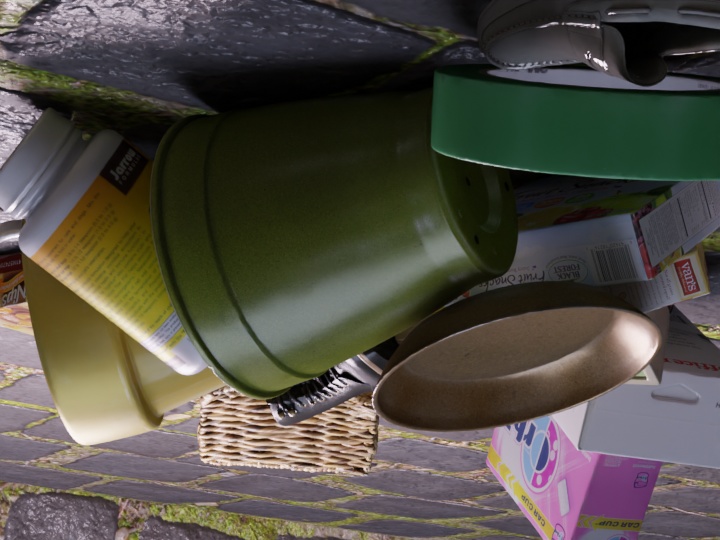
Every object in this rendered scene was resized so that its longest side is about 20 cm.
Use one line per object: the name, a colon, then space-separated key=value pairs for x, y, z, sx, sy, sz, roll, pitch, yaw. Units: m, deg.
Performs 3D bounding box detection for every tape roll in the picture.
tape roll: x=0.140 y=-0.088 z=1.105 sx=0.199 sy=0.049 sz=0.200 roll=2 pitch=-170 yaw=0

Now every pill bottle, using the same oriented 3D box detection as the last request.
pill bottle: x=-0.167 y=-0.024 z=1.362 sx=0.200 sy=0.110 sz=0.109 roll=39 pitch=156 yaw=-11

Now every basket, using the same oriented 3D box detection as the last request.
basket: x=-0.075 y=0.119 z=2.077 sx=0.198 sy=0.150 sz=0.143 roll=4 pitch=132 yaw=1

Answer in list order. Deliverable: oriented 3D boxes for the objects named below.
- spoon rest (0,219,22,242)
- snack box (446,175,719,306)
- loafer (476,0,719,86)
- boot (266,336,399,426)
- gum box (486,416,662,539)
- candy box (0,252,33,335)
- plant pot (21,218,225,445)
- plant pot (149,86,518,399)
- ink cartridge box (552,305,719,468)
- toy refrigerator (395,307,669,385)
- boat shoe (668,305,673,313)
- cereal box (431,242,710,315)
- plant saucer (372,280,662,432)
spoon rest: x=-0.241 y=-0.006 z=1.646 sx=0.198 sy=0.061 sz=0.099 roll=6 pitch=-160 yaw=-16
snack box: x=0.147 y=-0.029 z=1.341 sx=0.199 sy=0.053 sz=0.142 roll=-8 pitch=-166 yaw=40
loafer: x=0.143 y=-0.134 z=1.037 sx=0.070 sy=0.070 sz=0.199 roll=17 pitch=160 yaw=-41
boot: x=-0.027 y=0.087 z=1.545 sx=0.138 sy=0.078 sz=0.200 roll=-26 pitch=166 yaw=7
gum box: x=0.183 y=0.163 z=1.691 sx=0.066 sy=0.114 sz=0.200 roll=7 pitch=-159 yaw=-22
candy box: x=-0.267 y=0.034 z=1.822 sx=0.115 sy=0.056 sz=0.199 roll=-8 pitch=161 yaw=40
plant pot: x=-0.151 y=0.021 z=1.512 sx=0.187 sy=0.202 sz=0.201 roll=-13 pitch=164 yaw=2
plant pot: x=-0.005 y=-0.034 z=1.270 sx=0.192 sy=0.202 sz=0.200 roll=-16 pitch=158 yaw=25
ink cartridge box: x=0.227 y=0.084 z=1.636 sx=0.145 sy=0.087 sz=0.200 roll=9 pitch=-161 yaw=-17
toy refrigerator: x=0.134 y=0.046 z=1.495 sx=0.198 sy=0.070 sz=0.076 roll=2 pitch=155 yaw=22
boat shoe: x=0.207 y=0.002 z=1.533 sx=0.062 sy=0.073 sz=0.199 roll=-5 pitch=158 yaw=40
cereal box: x=0.152 y=0.009 z=1.388 sx=0.199 sy=0.040 sz=0.144 roll=-16 pitch=-167 yaw=12
plant saucer: x=0.102 y=0.054 z=1.281 sx=0.198 sy=0.036 sz=0.201 roll=-10 pitch=155 yaw=-5
